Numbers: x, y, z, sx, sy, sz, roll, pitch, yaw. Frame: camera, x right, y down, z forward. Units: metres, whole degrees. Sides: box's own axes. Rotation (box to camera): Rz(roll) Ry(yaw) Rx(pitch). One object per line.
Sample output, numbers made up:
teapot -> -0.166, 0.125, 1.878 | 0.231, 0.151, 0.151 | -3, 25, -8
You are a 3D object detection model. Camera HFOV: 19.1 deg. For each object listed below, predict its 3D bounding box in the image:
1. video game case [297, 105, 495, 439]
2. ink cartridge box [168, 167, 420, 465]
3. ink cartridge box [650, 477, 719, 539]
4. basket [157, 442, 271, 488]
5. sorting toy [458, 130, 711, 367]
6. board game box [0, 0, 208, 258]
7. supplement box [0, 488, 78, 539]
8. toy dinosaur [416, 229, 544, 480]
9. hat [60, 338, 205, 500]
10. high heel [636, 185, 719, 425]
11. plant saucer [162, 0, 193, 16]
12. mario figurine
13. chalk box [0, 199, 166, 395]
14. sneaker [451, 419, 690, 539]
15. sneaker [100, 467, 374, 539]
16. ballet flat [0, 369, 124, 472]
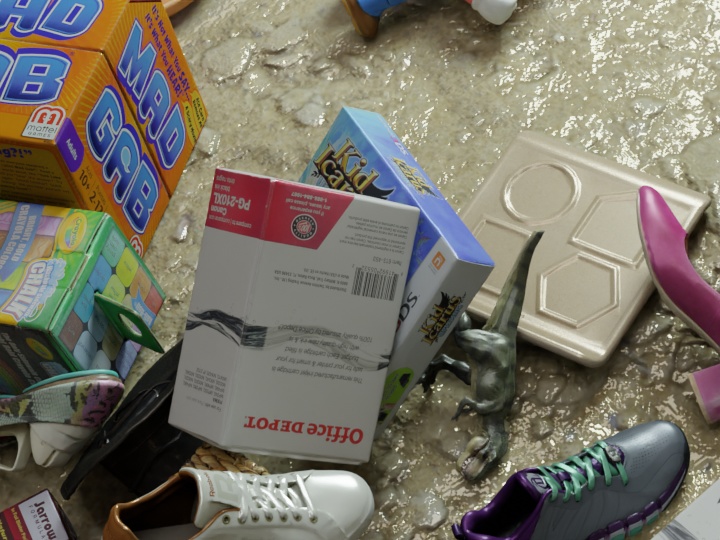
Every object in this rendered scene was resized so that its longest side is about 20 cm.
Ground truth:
video game case -> 0.000, 0.000, 1.703 | 0.182, 0.045, 0.200 | -57, 46, 24
ink cartridge box -> -0.050, 0.035, 1.607 | 0.084, 0.144, 0.201 | 14, 93, 52
ink cartridge box -> 0.279, 0.231, 1.499 | 0.200, 0.083, 0.146 | -39, 54, -14
basket -> -0.088, 0.239, 1.560 | 0.149, 0.143, 0.200 | -43, 55, -17
sorting toy -> 0.164, -0.018, 1.751 | 0.185, 0.037, 0.200 | 23, 59, 29
board game box -> -0.280, -0.135, 1.853 | 0.199, 0.200, 0.200 | 9, 57, 21
supplement box -> -0.305, 0.267, 1.654 | 0.199, 0.061, 0.109 | -28, 51, -6
toy dinosaur -> 0.089, 0.062, 1.679 | 0.088, 0.047, 0.201 | 9, 87, 28
hat -> -0.147, 0.124, 1.688 | 0.081, 0.201, 0.201 | 41, 68, -6
high heel -> 0.279, 0.015, 1.646 | 0.096, 0.067, 0.201 | -21, 67, 10
plant saucer -> -0.217, -0.304, 2.065 | 0.199, 0.038, 0.201 | -8, 54, 11
mario figurine -> 0.086, -0.270, 1.946 | 0.199, 0.106, 0.124 | -18, 87, 16
chalk box -> -0.250, 0.028, 1.764 | 0.199, 0.125, 0.124 | 8, 57, 26
sneaker -> 0.159, 0.165, 1.579 | 0.200, 0.088, 0.074 | -34, 53, -10
sneaker -> -0.079, 0.168, 1.459 | 0.199, 0.085, 0.073 | -14, 51, -20
ballet flat -> -0.266, 0.127, 1.725 | 0.199, 0.069, 0.071 | -11, 68, 37
